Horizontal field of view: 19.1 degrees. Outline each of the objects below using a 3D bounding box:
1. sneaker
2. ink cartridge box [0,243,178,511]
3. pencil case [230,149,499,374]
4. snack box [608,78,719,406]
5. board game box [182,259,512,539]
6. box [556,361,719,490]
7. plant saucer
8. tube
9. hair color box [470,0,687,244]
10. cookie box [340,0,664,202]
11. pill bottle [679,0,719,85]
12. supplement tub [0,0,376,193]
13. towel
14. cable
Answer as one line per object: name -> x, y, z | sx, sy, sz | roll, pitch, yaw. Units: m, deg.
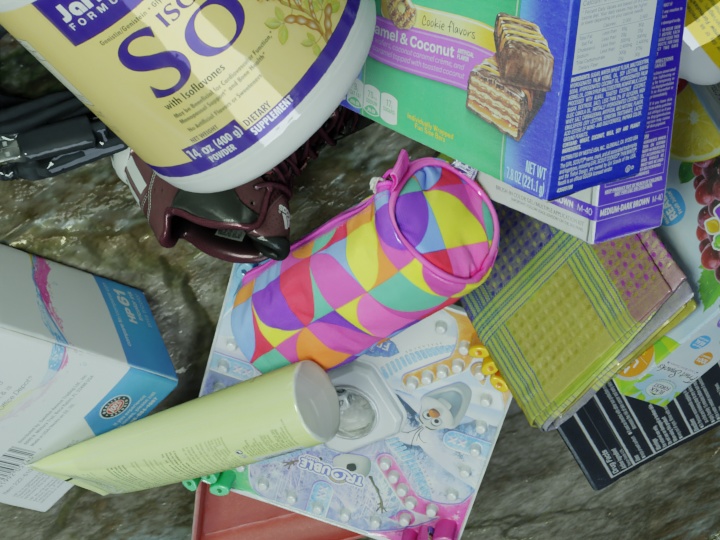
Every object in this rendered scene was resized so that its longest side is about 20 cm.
sneaker -> -0.038, -0.060, 1.242 | 0.199, 0.116, 0.076 | -21, 145, -5
ink cartridge box -> -0.236, 0.060, 1.307 | 0.144, 0.085, 0.199 | -43, 143, 23
pencil case -> 0.000, 0.000, 1.256 | 0.088, 0.089, 0.200 | 3, 156, -33
snack box -> 0.181, -0.039, 1.326 | 0.053, 0.201, 0.142 | 17, 128, -45
board game box -> -0.009, 0.095, 1.413 | 0.199, 0.026, 0.201 | 18, 123, 1
box -> 0.202, 0.023, 1.483 | 0.197, 0.124, 0.200 | -28, 143, 5
plant saucer -> -0.032, 0.138, 1.570 | 0.198, 0.037, 0.201 | -12, 142, -17
tube -> -0.107, 0.104, 1.309 | 0.199, 0.052, 0.058 | -20, 110, 29
hair color box -> 0.119, -0.128, 1.179 | 0.064, 0.109, 0.202 | -13, 116, -38
cookie box -> 0.068, -0.160, 1.071 | 0.075, 0.171, 0.201 | -18, 123, -39
pill bottle -> 0.214, -0.181, 1.238 | 0.199, 0.113, 0.112 | -36, 143, 15
supplement tub -> -0.103, -0.150, 1.026 | 0.145, 0.146, 0.200 | -36, 122, 16
towel -> 0.114, -0.015, 1.318 | 0.023, 0.201, 0.144 | 6, 136, -46
cable -> -0.143, -0.131, 1.158 | 0.199, 0.051, 0.164 | -20, 140, -2
